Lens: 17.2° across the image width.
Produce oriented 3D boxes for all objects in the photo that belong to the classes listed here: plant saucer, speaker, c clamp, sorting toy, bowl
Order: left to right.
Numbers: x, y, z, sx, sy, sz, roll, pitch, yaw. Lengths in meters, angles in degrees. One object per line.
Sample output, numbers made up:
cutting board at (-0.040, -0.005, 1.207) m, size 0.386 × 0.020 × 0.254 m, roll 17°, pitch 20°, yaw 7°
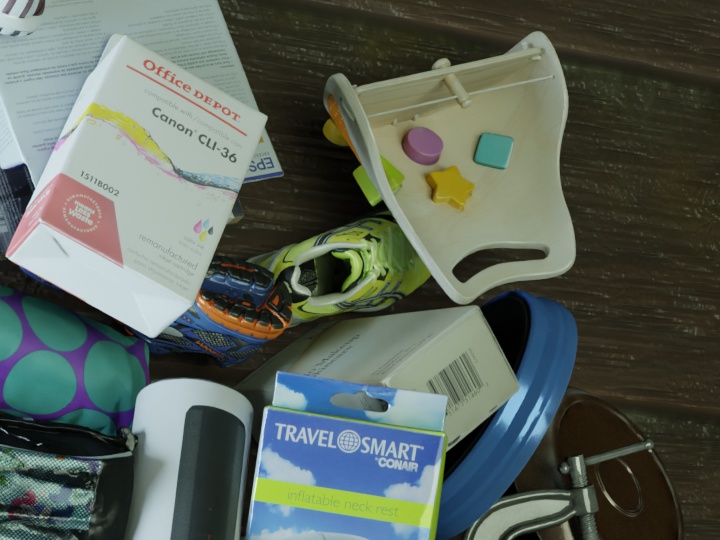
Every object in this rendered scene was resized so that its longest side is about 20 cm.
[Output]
speaker at (-0.117, 0.175, 1.527) m, size 0.081 × 0.081 × 0.201 m, roll 26°, pitch 54°, yaw -30°
sorting toy at (0.076, -0.066, 1.783) m, size 0.200 × 0.107 × 0.180 m, roll -15°, pitch 70°, yaw -34°
bowl at (0.083, 0.103, 1.756) m, size 0.039 × 0.201 × 0.201 m, roll 32°, pitch 68°, yaw -16°
c clamp at (0.156, 0.234, 1.769) m, size 0.170 × 0.027 × 0.201 m, roll -6°, pitch 89°, yaw -23°
plant saucer at (0.193, 0.172, 1.868) m, size 0.200 × 0.032 × 0.201 m, roll 34°, pitch 37°, yaw -30°

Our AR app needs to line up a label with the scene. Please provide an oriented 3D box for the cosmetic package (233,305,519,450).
cosmetic package at (0.008, 0.086, 1.703) m, size 0.103 × 0.200 × 0.073 m, roll -37°, pitch 107°, yaw -32°

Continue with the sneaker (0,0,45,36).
sneaker at (-0.219, -0.266, 1.599) m, size 0.075 × 0.116 × 0.201 m, roll 5°, pitch 63°, yaw -28°

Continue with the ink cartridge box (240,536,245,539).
ink cartridge box at (-0.046, 0.250, 1.630) m, size 0.199 × 0.145 × 0.145 m, roll -14°, pitch 88°, yaw 1°

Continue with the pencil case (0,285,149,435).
pencil case at (-0.239, 0.061, 1.604) m, size 0.200 × 0.085 × 0.093 m, roll 21°, pitch 108°, yaw -33°

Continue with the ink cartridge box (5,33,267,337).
ink cartridge box at (-0.140, -0.072, 1.582) m, size 0.116 × 0.067 × 0.200 m, roll 29°, pitch 56°, yaw -15°

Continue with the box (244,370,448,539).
box at (-0.013, 0.172, 1.538) m, size 0.122 × 0.048 × 0.201 m, roll 8°, pitch 87°, yaw 1°

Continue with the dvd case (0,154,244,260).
dvd case at (-0.191, -0.088, 1.661) m, size 0.200 × 0.016 × 0.149 m, roll -10°, pitch 70°, yaw -34°

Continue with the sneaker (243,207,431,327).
sneaker at (0.000, 0.000, 1.780) m, size 0.200 × 0.076 × 0.076 m, roll -23°, pitch 97°, yaw -35°

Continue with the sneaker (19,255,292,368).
sneaker at (-0.151, 0.022, 1.676) m, size 0.199 × 0.079 × 0.075 m, roll 21°, pitch 40°, yaw -15°

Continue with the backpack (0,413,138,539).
backpack at (-0.262, 0.153, 1.526) m, size 0.199 × 0.177 × 0.151 m, roll 16°, pitch 80°, yaw -19°

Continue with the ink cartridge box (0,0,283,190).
ink cartridge box at (-0.174, -0.133, 1.660) m, size 0.196 × 0.043 × 0.201 m, roll -12°, pitch 76°, yaw -35°
